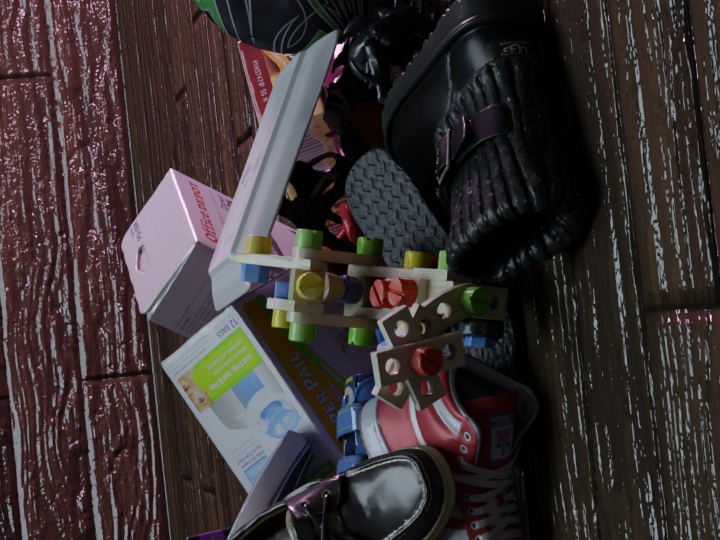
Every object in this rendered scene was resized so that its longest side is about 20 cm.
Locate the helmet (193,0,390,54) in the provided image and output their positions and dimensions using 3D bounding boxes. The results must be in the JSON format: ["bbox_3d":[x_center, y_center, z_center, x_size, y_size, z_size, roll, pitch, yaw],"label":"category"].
[{"bbox_3d":[-0.054,-0.256,1.570,0.191,0.199,0.201,-124,30,-52],"label":"helmet"}]

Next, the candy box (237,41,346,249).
[{"bbox_3d":[-0.037,-0.088,1.731,0.200,0.055,0.116,68,-176,-47],"label":"candy box"}]

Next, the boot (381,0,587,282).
[{"bbox_3d":[0.072,-0.060,1.328,0.211,0.079,0.159,113,149,-65],"label":"boot"}]

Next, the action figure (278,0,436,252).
[{"bbox_3d":[0.016,-0.116,1.525,0.201,0.102,0.119,-61,12,17],"label":"action figure"}]

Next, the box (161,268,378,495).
[{"bbox_3d":[-0.036,0.111,1.597,0.201,0.101,0.112,56,135,4],"label":"box"}]

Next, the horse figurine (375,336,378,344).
[{"bbox_3d":[0.015,0.102,1.674,0.133,0.050,0.200,58,152,0],"label":"horse figurine"}]

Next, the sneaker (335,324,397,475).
[{"bbox_3d":[0.012,0.121,1.483,0.074,0.082,0.201,-30,32,63],"label":"sneaker"}]

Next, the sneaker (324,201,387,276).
[{"bbox_3d":[0.000,0.000,1.674,0.200,0.084,0.077,102,159,-54],"label":"sneaker"}]

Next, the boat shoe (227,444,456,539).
[{"bbox_3d":[-0.022,0.174,1.390,0.200,0.065,0.074,-36,68,36],"label":"boat shoe"}]

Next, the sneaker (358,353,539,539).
[{"bbox_3d":[0.085,0.149,1.383,0.112,0.071,0.201,-39,78,42],"label":"sneaker"}]

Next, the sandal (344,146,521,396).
[{"bbox_3d":[0.060,0.001,1.447,0.075,0.048,0.201,-40,67,31],"label":"sandal"}]

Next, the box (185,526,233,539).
[{"bbox_3d":[-0.032,0.252,1.613,0.036,0.199,0.144,-46,62,45],"label":"box"}]

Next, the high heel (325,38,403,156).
[{"bbox_3d":[-0.007,-0.139,1.666,0.096,0.067,0.201,123,146,-55],"label":"high heel"}]

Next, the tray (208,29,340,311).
[{"bbox_3d":[-0.067,-0.073,1.527,0.107,0.022,0.201,147,144,-71],"label":"tray"}]

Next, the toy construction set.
[{"bbox_3d":[0.016,0.021,1.356,0.200,0.130,0.093,31,110,57],"label":"toy construction set"}]

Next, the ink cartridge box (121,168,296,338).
[{"bbox_3d":[-0.089,0.014,1.802,0.083,0.199,0.147,-55,27,16],"label":"ink cartridge box"}]

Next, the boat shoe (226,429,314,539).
[{"bbox_3d":[-0.070,0.215,1.513,0.070,0.066,0.201,119,176,-80],"label":"boat shoe"}]
